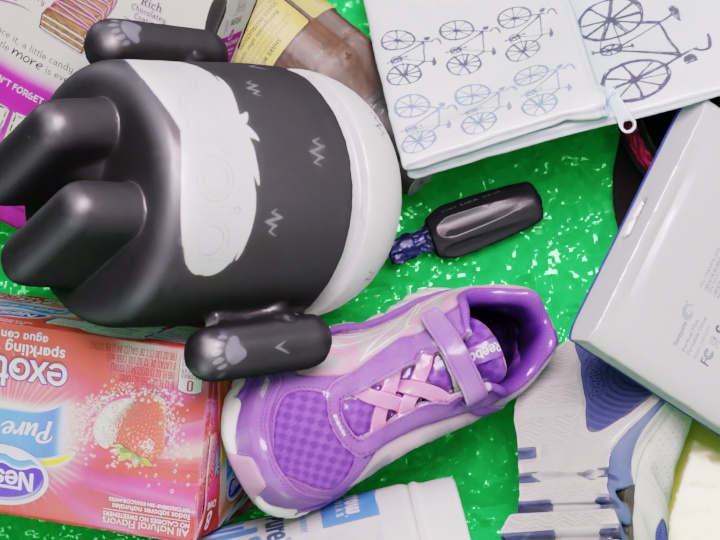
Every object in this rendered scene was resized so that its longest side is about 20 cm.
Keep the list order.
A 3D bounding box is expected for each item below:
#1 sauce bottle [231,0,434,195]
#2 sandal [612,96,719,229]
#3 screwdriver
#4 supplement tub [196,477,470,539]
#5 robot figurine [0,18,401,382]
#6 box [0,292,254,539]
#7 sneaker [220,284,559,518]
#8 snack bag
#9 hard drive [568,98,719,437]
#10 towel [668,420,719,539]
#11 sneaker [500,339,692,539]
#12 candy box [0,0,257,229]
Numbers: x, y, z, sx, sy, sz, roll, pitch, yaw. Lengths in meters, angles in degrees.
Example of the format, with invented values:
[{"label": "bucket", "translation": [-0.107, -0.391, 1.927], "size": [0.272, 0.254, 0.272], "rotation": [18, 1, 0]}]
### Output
[{"label": "sauce bottle", "translation": [-0.039, -0.115, 1.393], "size": [0.200, 0.065, 0.065], "rotation": [41, 84, 10]}, {"label": "sandal", "translation": [0.164, -0.083, 1.383], "size": [0.075, 0.045, 0.200], "rotation": [-3, 78, 10]}, {"label": "screwdriver", "translation": [0.000, 0.000, 1.386], "size": [0.200, 0.028, 0.029], "rotation": [-24, 50, -5]}, {"label": "supplement tub", "translation": [-0.037, 0.183, 1.302], "size": [0.200, 0.132, 0.132], "rotation": [-15, 79, 0]}, {"label": "robot figurine", "translation": [-0.075, -0.034, 1.252], "size": [0.125, 0.200, 0.150], "rotation": [17, 104, 47]}, {"label": "box", "translation": [-0.154, 0.066, 1.320], "size": [0.200, 0.100, 0.095], "rotation": [8, 97, 14]}, {"label": "sneaker", "translation": [0.021, 0.053, 1.294], "size": [0.200, 0.088, 0.080], "rotation": [-26, 97, -43]}, {"label": "snack bag", "translation": [0.105, -0.123, 1.345], "size": [0.200, 0.021, 0.189], "rotation": [-14, 35, 3]}, {"label": "hard drive", "translation": [0.207, 0.024, 1.319], "size": [0.200, 0.025, 0.132], "rotation": [32, 77, -24]}, {"label": "towel", "translation": [0.202, 0.084, 1.368], "size": [0.086, 0.018, 0.200], "rotation": [18, 81, 12]}, {"label": "sneaker", "translation": [0.119, 0.129, 1.328], "size": [0.081, 0.115, 0.199], "rotation": [-2, 44, 24]}, {"label": "candy box", "translation": [-0.135, -0.117, 1.359], "size": [0.136, 0.061, 0.200], "rotation": [26, 109, 9]}]
